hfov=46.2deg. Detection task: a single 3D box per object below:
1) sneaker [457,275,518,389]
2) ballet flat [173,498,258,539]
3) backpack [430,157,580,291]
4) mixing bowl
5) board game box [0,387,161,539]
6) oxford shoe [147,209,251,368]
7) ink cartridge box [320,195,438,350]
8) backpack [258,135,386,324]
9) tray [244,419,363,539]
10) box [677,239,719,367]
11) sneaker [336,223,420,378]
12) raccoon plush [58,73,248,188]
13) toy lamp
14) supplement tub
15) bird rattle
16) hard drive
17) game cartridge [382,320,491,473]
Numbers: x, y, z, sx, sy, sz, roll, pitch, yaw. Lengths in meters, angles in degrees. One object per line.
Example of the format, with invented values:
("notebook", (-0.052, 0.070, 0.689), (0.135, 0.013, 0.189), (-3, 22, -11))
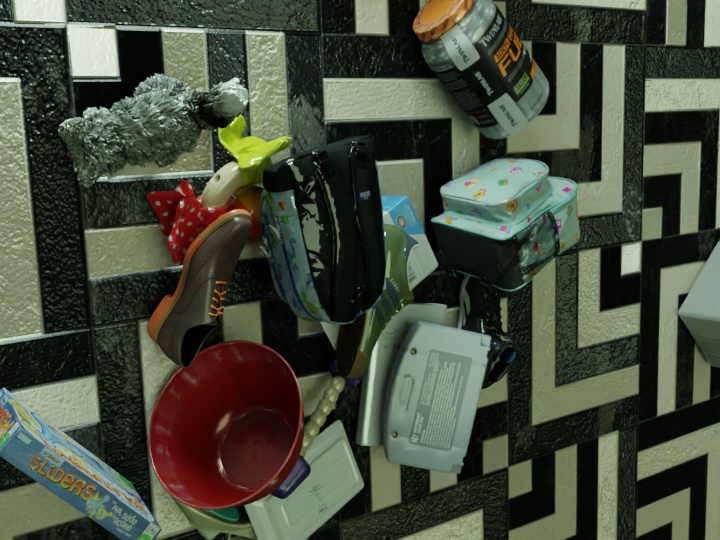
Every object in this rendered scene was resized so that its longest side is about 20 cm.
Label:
("sneaker", (0.199, 0.078, 1.260), (0.072, 0.111, 0.205), (14, 89, -34))
("ballet flat", (-0.168, 0.320, 1.083), (0.198, 0.069, 0.071), (26, 83, -34))
("backpack", (0.217, -0.077, 1.215), (0.197, 0.174, 0.157), (-22, 112, -33))
("mixing bowl", (-0.144, 0.200, 1.021), (0.202, 0.198, 0.109), (-55, 149, -14))
("board game box", (-0.316, 0.218, 0.922), (0.035, 0.135, 0.200), (-49, 120, -12))
("oxford shoe", (-0.173, 0.022, 0.982), (0.071, 0.073, 0.202), (3, 125, -54))
("ink cartridge box", (0.000, 0.000, 1.143), (0.199, 0.066, 0.117), (-38, 116, -24))
("backpack", (-0.040, -0.037, 0.995), (0.162, 0.152, 0.204), (-26, 99, -44))
("tray", (-0.066, 0.295, 1.127), (0.199, 0.022, 0.110), (-31, 106, -45))
("box", (0.746, 0.069, 1.572), (0.172, 0.197, 0.201), (46, 70, -29))
("sneaker", (0.031, 0.042, 1.087), (0.088, 0.067, 0.205), (10, 89, -29))
("raccoon plush", (-0.231, -0.162, 0.899), (0.133, 0.198, 0.098), (-34, 97, -47))
("toy lamp", (-0.063, 0.205, 1.107), (0.059, 0.057, 0.201), (54, 50, -27))
("supplement tub", (0.167, -0.294, 1.182), (0.200, 0.122, 0.124), (43, 73, -30))
("bird rattle", (-0.149, -0.078, 1.020), (0.202, 0.112, 0.163), (-56, 137, -11))
("hard drive", (0.060, 0.149, 1.229), (0.130, 0.025, 0.205), (4, 94, -34))
("game cartridge", (0.102, 0.178, 1.194), (0.130, 0.042, 0.205), (13, 95, -6))
